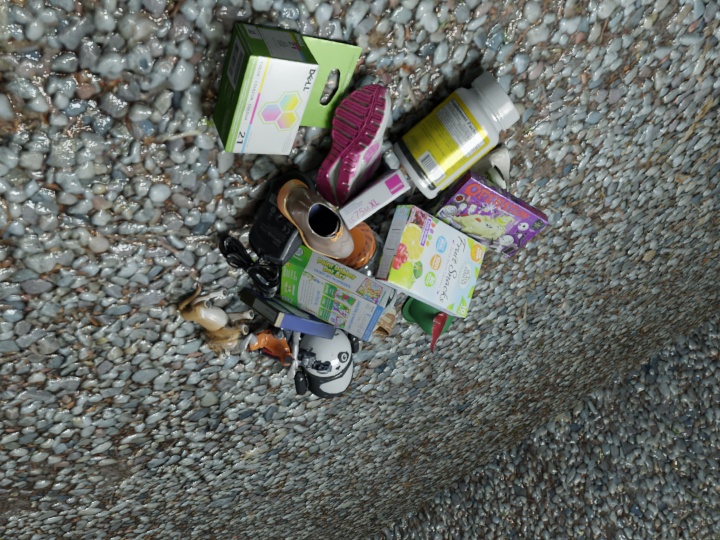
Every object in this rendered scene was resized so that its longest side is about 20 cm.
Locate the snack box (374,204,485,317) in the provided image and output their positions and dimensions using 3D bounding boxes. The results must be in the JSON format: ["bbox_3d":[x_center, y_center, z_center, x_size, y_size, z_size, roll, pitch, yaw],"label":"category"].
[{"bbox_3d":[0.133,-0.016,1.176,0.196,0.052,0.146,25,81,-31],"label":"snack box"}]

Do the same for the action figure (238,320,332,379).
[{"bbox_3d":[-0.141,0.144,1.265,0.194,0.194,0.108,17,103,-2],"label":"action figure"}]

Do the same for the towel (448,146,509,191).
[{"bbox_3d":[0.238,-0.151,1.285,0.130,0.035,0.202,-27,146,-7],"label":"towel"}]

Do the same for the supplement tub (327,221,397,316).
[{"bbox_3d":[0.000,0.000,1.220,0.120,0.124,0.202,-26,147,-3],"label":"supplement tub"}]

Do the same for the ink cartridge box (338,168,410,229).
[{"bbox_3d":[0.018,-0.126,1.075,0.118,0.043,0.200,-33,-173,4],"label":"ink cartridge box"}]

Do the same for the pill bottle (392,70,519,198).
[{"bbox_3d":[0.159,-0.226,1.056,0.198,0.116,0.114,-38,146,13],"label":"pill bottle"}]

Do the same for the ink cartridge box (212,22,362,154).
[{"bbox_3d":[-0.090,-0.242,0.879,0.195,0.077,0.150,-3,139,-32],"label":"ink cartridge box"}]

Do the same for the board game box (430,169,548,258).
[{"bbox_3d":[0.243,-0.101,1.193,0.196,0.033,0.120,23,129,-24],"label":"board game box"}]

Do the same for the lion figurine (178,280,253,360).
[{"bbox_3d":[-0.280,0.087,1.178,0.119,0.074,0.201,-12,138,25],"label":"lion figurine"}]

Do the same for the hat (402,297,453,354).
[{"bbox_3d":[0.199,0.139,1.499,0.194,0.179,0.168,-14,145,-21],"label":"hat"}]

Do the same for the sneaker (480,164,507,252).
[{"bbox_3d":[0.225,-0.115,1.245,0.086,0.078,0.204,-8,135,-7],"label":"sneaker"}]

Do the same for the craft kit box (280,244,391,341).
[{"bbox_3d":[-0.052,0.043,1.154,0.192,0.050,0.201,23,156,0],"label":"craft kit box"}]

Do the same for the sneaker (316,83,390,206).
[{"bbox_3d":[-0.002,-0.202,0.999,0.088,0.081,0.203,-32,157,-51],"label":"sneaker"}]

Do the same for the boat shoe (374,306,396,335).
[{"bbox_3d":[0.012,0.105,1.390,0.074,0.074,0.197,-9,164,42],"label":"boat shoe"}]

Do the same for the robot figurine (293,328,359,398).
[{"bbox_3d":[-0.075,0.211,1.432,0.121,0.154,0.203,9,145,8],"label":"robot figurine"}]

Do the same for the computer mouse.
[{"bbox_3d":[-0.136,-0.072,1.048,0.202,0.138,0.052,-53,163,12],"label":"computer mouse"}]

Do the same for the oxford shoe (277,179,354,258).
[{"bbox_3d":[-0.055,-0.062,0.989,0.072,0.072,0.199,-54,145,-2],"label":"oxford shoe"}]

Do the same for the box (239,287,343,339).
[{"bbox_3d":[-0.128,0.089,1.242,0.197,0.120,0.033,19,97,-49],"label":"box"}]
